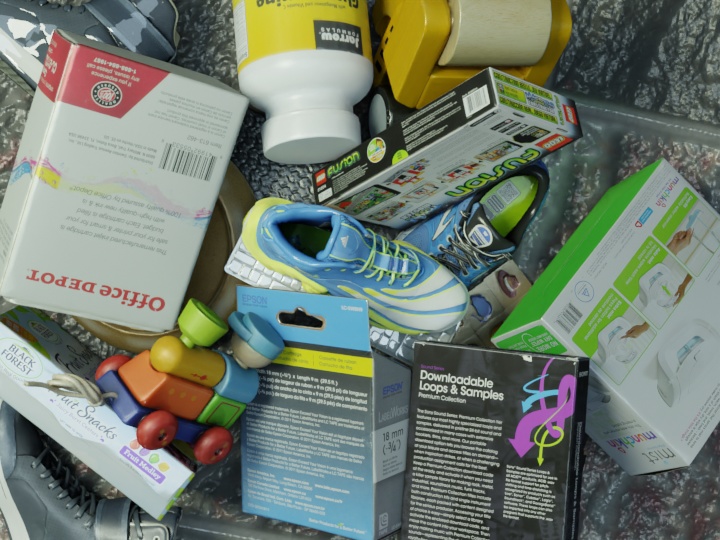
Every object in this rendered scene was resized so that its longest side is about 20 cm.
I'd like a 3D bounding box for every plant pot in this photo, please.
[{"bbox_3d":[-0.182,-0.023,1.094,0.200,0.027,0.200,1,99,8],"label":"plant pot"}]

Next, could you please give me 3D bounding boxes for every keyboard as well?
[{"bbox_3d":[-0.014,0.020,1.080,0.200,0.011,0.056,27,84,-7],"label":"keyboard"}]

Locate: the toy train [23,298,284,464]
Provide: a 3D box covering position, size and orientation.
[{"bbox_3d":[-0.149,0.069,0.983,0.116,0.200,0.085,-50,55,8],"label":"toy train"}]

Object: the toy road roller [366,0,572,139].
[{"bbox_3d":[0.072,-0.193,1.055,0.123,0.200,0.146,-3,61,-19],"label":"toy road roller"}]

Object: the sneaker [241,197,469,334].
[{"bbox_3d":[0.000,0.000,1.024,0.200,0.105,0.076,20,87,-8],"label":"sneaker"}]

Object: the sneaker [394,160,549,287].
[{"bbox_3d":[0.087,-0.027,1.110,0.079,0.089,0.200,42,91,-5],"label":"sneaker"}]

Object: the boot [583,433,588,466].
[{"bbox_3d":[0.113,0.090,1.129,0.200,0.077,0.138,16,83,-13],"label":"boot"}]

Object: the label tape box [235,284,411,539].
[{"bbox_3d":[-0.030,0.112,1.073,0.144,0.063,0.200,6,100,36],"label":"label tape box"}]

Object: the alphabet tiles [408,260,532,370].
[{"bbox_3d":[0.133,0.095,1.162,0.200,0.006,0.166,-38,95,-2],"label":"alphabet tiles"}]

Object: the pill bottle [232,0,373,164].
[{"bbox_3d":[-0.048,-0.195,1.060,0.112,0.112,0.200,-5,80,-5],"label":"pill bottle"}]

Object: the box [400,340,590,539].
[{"bbox_3d":[0.106,0.160,1.026,0.143,0.036,0.200,5,93,29],"label":"box"}]

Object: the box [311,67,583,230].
[{"bbox_3d":[0.067,-0.092,1.040,0.110,0.200,0.035,11,61,-44],"label":"box"}]

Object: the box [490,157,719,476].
[{"bbox_3d":[0.246,0.040,1.091,0.176,0.097,0.200,43,65,-7],"label":"box"}]

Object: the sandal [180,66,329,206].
[{"bbox_3d":[-0.096,-0.106,1.116,0.200,0.048,0.075,40,90,6],"label":"sandal"}]

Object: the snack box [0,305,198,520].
[{"bbox_3d":[-0.224,0.111,1.062,0.200,0.142,0.053,39,89,-5],"label":"snack box"}]

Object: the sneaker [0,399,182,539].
[{"bbox_3d":[-0.231,0.189,1.090,0.146,0.077,0.203,-12,103,7],"label":"sneaker"}]

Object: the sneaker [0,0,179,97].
[{"bbox_3d":[-0.245,-0.217,1.075,0.202,0.077,0.146,41,81,2],"label":"sneaker"}]

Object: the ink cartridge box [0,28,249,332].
[{"bbox_3d":[-0.193,-0.068,1.003,0.146,0.083,0.200,14,102,-29],"label":"ink cartridge box"}]
